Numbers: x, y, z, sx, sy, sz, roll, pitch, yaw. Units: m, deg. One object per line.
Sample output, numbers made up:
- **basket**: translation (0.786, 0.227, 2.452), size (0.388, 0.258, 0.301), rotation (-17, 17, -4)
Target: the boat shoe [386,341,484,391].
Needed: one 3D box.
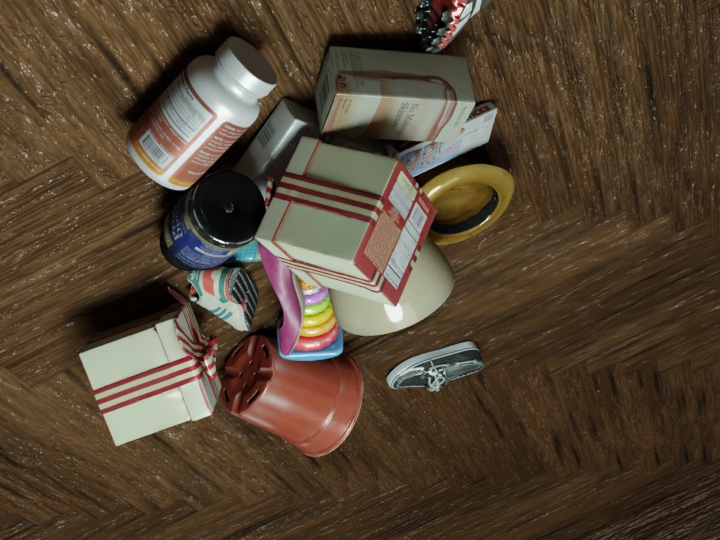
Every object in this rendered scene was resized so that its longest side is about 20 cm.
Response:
- **boat shoe**: translation (0.154, 0.210, 2.173), size (0.199, 0.068, 0.074), rotation (-16, 143, -11)

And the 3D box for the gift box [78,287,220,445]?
- **gift box**: translation (-0.323, 0.144, 1.687), size (0.186, 0.185, 0.200), rotation (-18, 104, 0)

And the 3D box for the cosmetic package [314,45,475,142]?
- **cosmetic package**: translation (0.046, -0.242, 1.480), size (0.199, 0.087, 0.103), rotation (0, 151, -16)

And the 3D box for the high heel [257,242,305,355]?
- **high heel**: translation (-0.134, 0.044, 1.735), size (0.096, 0.067, 0.200), rotation (11, 110, -5)

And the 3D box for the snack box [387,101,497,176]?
- **snack box**: translation (0.123, -0.194, 1.628), size (0.200, 0.024, 0.072), rotation (-27, 150, -28)

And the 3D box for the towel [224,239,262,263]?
- **towel**: translation (-0.129, -0.066, 1.701), size (0.200, 0.022, 0.147), rotation (-5, 141, -25)

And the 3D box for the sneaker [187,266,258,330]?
- **sneaker**: translation (-0.229, 0.040, 1.756), size (0.093, 0.070, 0.200), rotation (10, 160, 9)

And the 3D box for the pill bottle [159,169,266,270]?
- **pill bottle**: translation (-0.219, -0.063, 1.526), size (0.112, 0.112, 0.200), rotation (-2, 167, -28)

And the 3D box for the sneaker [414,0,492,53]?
- **sneaker**: translation (0.141, -0.369, 1.424), size (0.098, 0.071, 0.201), rotation (-14, 151, -30)

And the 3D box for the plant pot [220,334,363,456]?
- **plant pot**: translation (-0.133, 0.214, 1.926), size (0.195, 0.201, 0.201), rotation (26, 122, -38)

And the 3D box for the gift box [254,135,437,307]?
- **gift box**: translation (-0.018, -0.077, 1.489), size (0.200, 0.186, 0.185), rotation (-65, 149, -19)

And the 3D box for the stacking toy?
- **stacking toy**: translation (-0.090, 0.049, 1.814), size (0.116, 0.110, 0.200), rotation (-4, 132, -3)

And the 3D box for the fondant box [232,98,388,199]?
- **fondant box**: translation (-0.070, -0.154, 1.578), size (0.200, 0.058, 0.144), rotation (18, 120, -42)

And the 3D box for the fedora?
- **fedora**: translation (0.152, -0.126, 1.733), size (0.200, 0.082, 0.201), rotation (-18, 146, -13)

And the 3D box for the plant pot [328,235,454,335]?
- **plant pot**: translation (0.031, -0.014, 1.653), size (0.200, 0.200, 0.135), rotation (-23, 119, -1)

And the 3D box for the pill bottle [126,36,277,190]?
- **pill bottle**: translation (-0.205, -0.207, 1.399), size (0.200, 0.112, 0.112), rotation (-41, 141, 22)
